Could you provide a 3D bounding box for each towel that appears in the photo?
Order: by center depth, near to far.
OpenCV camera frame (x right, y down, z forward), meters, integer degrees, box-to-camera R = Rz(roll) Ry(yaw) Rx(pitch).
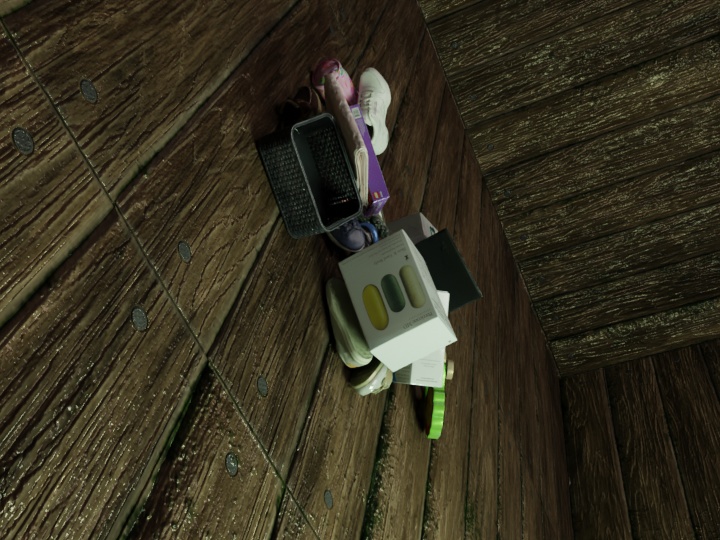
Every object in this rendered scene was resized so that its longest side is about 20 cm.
[{"bbox_3d":[-0.030,-0.255,1.569,0.192,0.032,0.203,90,-20,-59],"label":"towel"}]

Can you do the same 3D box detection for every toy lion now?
[{"bbox_3d":[0.177,0.299,1.903,0.200,0.067,0.197,-105,-161,-84],"label":"toy lion"}]

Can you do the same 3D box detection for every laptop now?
[{"bbox_3d":[0.180,0.009,1.956,0.190,0.115,0.200,61,-10,-7],"label":"laptop"}]

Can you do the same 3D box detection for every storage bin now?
[{"bbox_3d":[-0.092,-0.178,1.487,0.135,0.092,0.204,-32,108,-48],"label":"storage bin"}]

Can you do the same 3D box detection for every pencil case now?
[{"bbox_3d":[-0.040,-0.418,1.902,0.200,0.086,0.089,46,33,-51],"label":"pencil case"}]

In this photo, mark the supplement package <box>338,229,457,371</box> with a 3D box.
[{"bbox_3d":[0.074,0.062,1.560,0.151,0.150,0.203,47,20,-60],"label":"supplement package"}]

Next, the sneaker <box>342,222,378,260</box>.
[{"bbox_3d":[0.000,0.000,1.713,0.071,0.081,0.205,-164,-111,-73],"label":"sneaker"}]

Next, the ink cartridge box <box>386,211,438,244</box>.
[{"bbox_3d":[0.146,-0.073,2.090,0.200,0.114,0.069,37,39,-60],"label":"ink cartridge box"}]

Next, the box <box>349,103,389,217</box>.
[{"bbox_3d":[0.003,-0.225,1.641,0.137,0.038,0.204,126,-54,-79],"label":"box"}]

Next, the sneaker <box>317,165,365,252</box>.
[{"bbox_3d":[-0.042,-0.126,1.616,0.075,0.084,0.202,-45,109,-29],"label":"sneaker"}]

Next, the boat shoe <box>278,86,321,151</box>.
[{"bbox_3d":[-0.130,-0.320,1.603,0.072,0.071,0.203,56,32,-41],"label":"boat shoe"}]

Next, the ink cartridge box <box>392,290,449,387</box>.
[{"bbox_3d":[0.119,0.143,1.706,0.083,0.144,0.205,9,82,-23],"label":"ink cartridge box"}]

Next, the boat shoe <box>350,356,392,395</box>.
[{"bbox_3d":[0.034,0.213,1.614,0.069,0.074,0.200,64,20,-9],"label":"boat shoe"}]

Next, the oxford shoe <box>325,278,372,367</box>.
[{"bbox_3d":[-0.033,0.104,1.554,0.074,0.058,0.203,6,51,-38],"label":"oxford shoe"}]

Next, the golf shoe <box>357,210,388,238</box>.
[{"bbox_3d":[0.007,-0.161,1.859,0.095,0.076,0.202,-95,167,-52],"label":"golf shoe"}]

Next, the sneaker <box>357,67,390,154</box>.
[{"bbox_3d":[0.025,-0.380,1.858,0.099,0.073,0.205,0,86,-65],"label":"sneaker"}]
